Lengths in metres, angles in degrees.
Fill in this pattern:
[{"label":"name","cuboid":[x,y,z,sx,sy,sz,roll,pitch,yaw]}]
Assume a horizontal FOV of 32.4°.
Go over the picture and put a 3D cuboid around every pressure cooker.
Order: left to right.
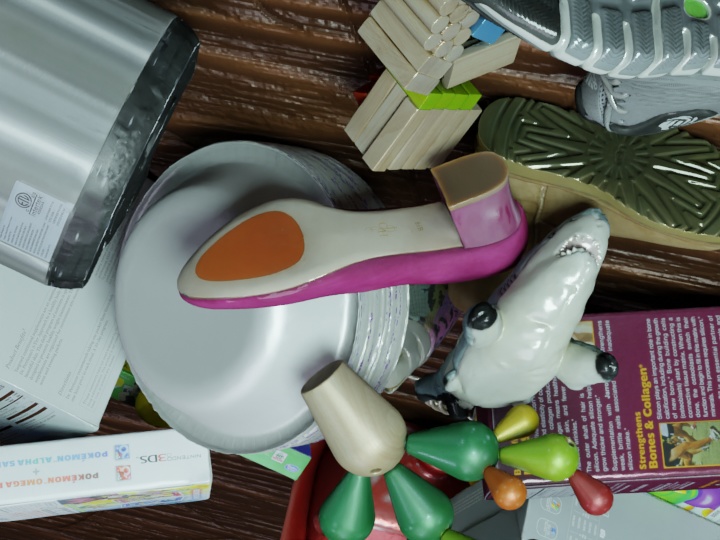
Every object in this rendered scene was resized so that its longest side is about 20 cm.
[{"label":"pressure cooker","cuboid":[-0.209,-0.103,0.692,0.199,0.176,0.179,25,179,-9]}]

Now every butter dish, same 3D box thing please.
[{"label":"butter dish","cuboid":[0.046,0.206,1.131,0.199,0.200,0.148,22,128,-8]}]

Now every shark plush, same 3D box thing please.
[{"label":"shark plush","cuboid":[0.092,0.042,0.744,0.091,0.084,0.200,15,149,-4]}]

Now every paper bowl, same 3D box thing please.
[{"label":"paper bowl","cuboid":[-0.077,0.017,0.792,0.200,0.201,0.104,-3,179,33]}]

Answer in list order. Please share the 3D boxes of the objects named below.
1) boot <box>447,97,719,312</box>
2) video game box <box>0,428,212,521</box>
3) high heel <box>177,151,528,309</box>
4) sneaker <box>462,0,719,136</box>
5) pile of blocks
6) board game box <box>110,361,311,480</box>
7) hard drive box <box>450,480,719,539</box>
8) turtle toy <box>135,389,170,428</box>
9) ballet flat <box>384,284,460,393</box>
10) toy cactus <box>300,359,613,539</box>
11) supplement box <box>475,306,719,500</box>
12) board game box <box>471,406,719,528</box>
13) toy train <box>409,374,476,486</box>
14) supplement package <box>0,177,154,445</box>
[{"label":"boot","cuboid":[0.143,-0.016,0.781,0.175,0.066,0.200,23,152,14]},{"label":"video game box","cuboid":[-0.202,0.153,0.913,0.181,0.047,0.200,-2,167,-8]},{"label":"high heel","cuboid":[0.000,0.000,0.711,0.199,0.068,0.096,-14,144,5]},{"label":"sneaker","cuboid":[0.116,-0.106,0.602,0.199,0.075,0.115,12,160,-18]},{"label":"pile of blocks","cuboid":[0.038,-0.136,0.646,0.062,0.082,0.200,54,150,24]},{"label":"board game box","cuboid":[-0.137,0.092,1.055,0.200,0.135,0.029,28,110,-19]},{"label":"hard drive box","cuboid":[0.173,0.224,0.934,0.199,0.077,0.156,24,147,-13]},{"label":"turtle toy","cuboid":[-0.083,0.060,0.979,0.200,0.101,0.146,21,113,-26]},{"label":"ballet flat","cuboid":[-0.012,0.064,0.897,0.199,0.071,0.069,-15,123,-7]},{"label":"toy cactus","cuboid":[0.032,0.120,0.728,0.200,0.102,0.165,-29,103,37]},{"label":"supplement box","cuboid":[0.178,0.089,0.818,0.199,0.111,0.086,-3,164,-1]},{"label":"board game box","cuboid":[0.191,0.111,0.926,0.199,0.105,0.103,17,152,0]},{"label":"toy train","cuboid":[0.109,0.170,1.058,0.199,0.116,0.085,21,147,-7]},{"label":"supplement package","cuboid":[-0.267,-0.001,0.892,0.200,0.192,0.147,32,149,-24]}]
